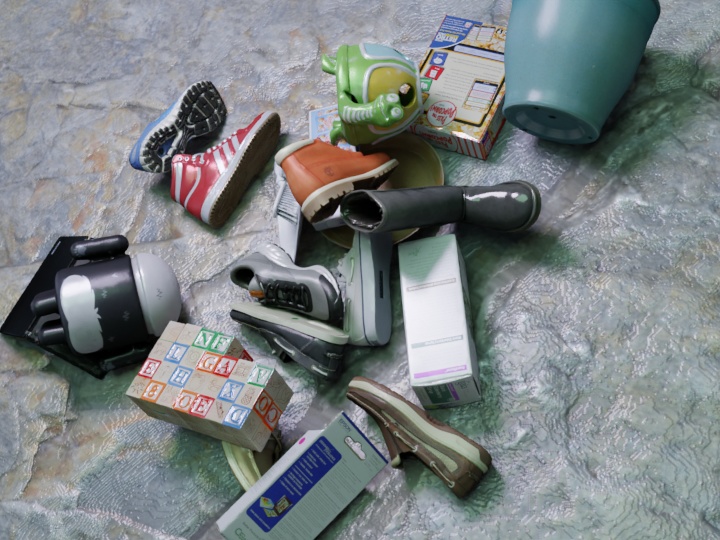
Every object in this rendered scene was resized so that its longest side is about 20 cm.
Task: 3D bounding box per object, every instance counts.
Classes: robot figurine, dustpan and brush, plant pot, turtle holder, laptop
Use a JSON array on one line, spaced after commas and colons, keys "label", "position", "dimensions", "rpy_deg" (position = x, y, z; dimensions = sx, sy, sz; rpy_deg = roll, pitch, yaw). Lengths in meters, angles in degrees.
[{"label": "robot figurine", "position": [-0.348, 0.046, 1.336], "dimensions": [0.198, 0.151, 0.125], "rpy_deg": [-14, 50, -11]}, {"label": "dustpan and brush", "position": [-0.105, -0.114, 1.382], "dimensions": [0.057, 0.141, 0.201], "rpy_deg": [7, 32, -1]}, {"label": "plant pot", "position": [0.024, -0.111, 1.370], "dimensions": [0.198, 0.028, 0.202], "rpy_deg": [-9, 59, 15]}, {"label": "turtle holder", "position": [0.018, -0.244, 1.308], "dimensions": [0.130, 0.186, 0.143], "rpy_deg": [-5, 85, 3]}, {"label": "laptop", "position": [-0.420, 0.050, 1.444], "dimensions": [0.199, 0.103, 0.178], "rpy_deg": [27, 71, 3]}, {"label": "plant pot", "position": [0.277, -0.279, 1.290], "dimensions": [0.198, 0.200, 0.190], "rpy_deg": [14, 82, 25]}]

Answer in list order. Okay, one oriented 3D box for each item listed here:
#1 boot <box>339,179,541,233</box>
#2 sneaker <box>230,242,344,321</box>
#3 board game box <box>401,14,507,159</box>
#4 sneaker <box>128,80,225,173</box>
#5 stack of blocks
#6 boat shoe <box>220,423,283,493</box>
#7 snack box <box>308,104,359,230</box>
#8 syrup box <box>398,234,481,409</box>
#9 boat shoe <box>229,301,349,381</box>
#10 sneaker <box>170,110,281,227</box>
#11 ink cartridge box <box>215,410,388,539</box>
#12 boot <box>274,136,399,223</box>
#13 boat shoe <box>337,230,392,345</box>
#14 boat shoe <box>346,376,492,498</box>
[{"label": "boot", "position": [0.100, -0.081, 1.211], "dimensions": [0.181, 0.199, 0.073], "rpy_deg": [-2, 87, 50]}, {"label": "sneaker", "position": [-0.096, 0.027, 1.284], "dimensions": [0.079, 0.075, 0.199], "rpy_deg": [-28, 34, -35]}, {"label": "board game box", "position": [0.152, -0.270, 1.404], "dimensions": [0.150, 0.046, 0.201], "rpy_deg": [19, 70, 27]}, {"label": "sneaker", "position": [-0.292, -0.227, 1.511], "dimensions": [0.089, 0.079, 0.200], "rpy_deg": [0, 41, 46]}, {"label": "stack of blocks", "position": [-0.184, 0.141, 1.210], "dimensions": [0.198, 0.059, 0.116], "rpy_deg": [10, 59, 35]}, {"label": "boat shoe", "position": [-0.134, 0.207, 1.216], "dimensions": [0.069, 0.074, 0.201], "rpy_deg": [-33, 55, 5]}, {"label": "snack box", "position": [-0.036, -0.153, 1.385], "dimensions": [0.071, 0.024, 0.202], "rpy_deg": [-11, 59, 14]}, {"label": "syrup box", "position": [0.099, 0.064, 1.213], "dimensions": [0.081, 0.079, 0.202], "rpy_deg": [-10, 59, 12]}, {"label": "boat shoe", "position": [-0.105, 0.087, 1.279], "dimensions": [0.199, 0.071, 0.068], "rpy_deg": [20, 102, 36]}, {"label": "sneaker", "position": [-0.210, -0.171, 1.460], "dimensions": [0.112, 0.071, 0.201], "rpy_deg": [25, 74, 26]}, {"label": "ink cartridge box", "position": [-0.068, 0.264, 1.149], "dimensions": [0.200, 0.095, 0.037], "rpy_deg": [-43, 20, -6]}, {"label": "boot", "position": [-0.028, -0.140, 1.282], "dimensions": [0.108, 0.199, 0.075], "rpy_deg": [52, 127, 11]}, {"label": "boat shoe", "position": [0.000, 0.000, 1.278], "dimensions": [0.069, 0.071, 0.202], "rpy_deg": [-6, 80, 26]}, {"label": "boat shoe", "position": [0.055, 0.201, 1.155], "dimensions": [0.201, 0.075, 0.075], "rpy_deg": [28, 77, 29]}]
